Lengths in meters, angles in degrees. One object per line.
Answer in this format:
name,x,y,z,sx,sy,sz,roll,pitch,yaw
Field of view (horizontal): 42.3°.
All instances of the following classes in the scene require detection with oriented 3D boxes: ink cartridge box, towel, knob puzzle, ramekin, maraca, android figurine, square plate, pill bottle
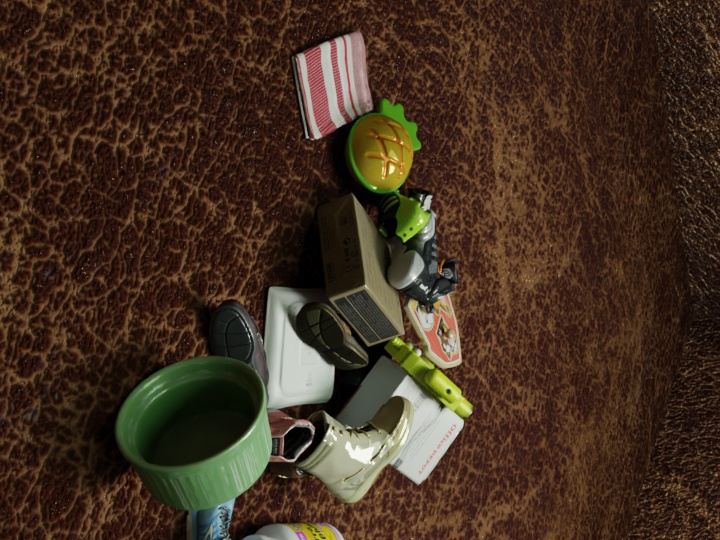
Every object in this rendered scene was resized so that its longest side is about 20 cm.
ink cartridge box,0.000,0.000,1.563,0.165,0.075,0.201,54,21,-47
towel,-0.043,-0.316,1.579,0.200,0.023,0.145,-37,124,-50
knob puzzle,0.148,0.090,1.704,0.220,0.030,0.221,44,37,-47
ramekin,-0.211,0.215,1.219,0.200,0.199,0.098,-52,142,-41
maraca,0.043,-0.220,1.642,0.137,0.107,0.200,52,48,-21
android figurine,0.114,0.178,1.639,0.041,0.182,0.200,-46,105,-1
ink cartridge box,0.073,0.269,1.664,0.146,0.083,0.200,-52,130,-6
square plate,-0.092,0.128,1.548,0.199,0.028,0.200,3,90,-58
pill bottle,-0.112,0.457,1.484,0.200,0.103,0.105,22,75,-57

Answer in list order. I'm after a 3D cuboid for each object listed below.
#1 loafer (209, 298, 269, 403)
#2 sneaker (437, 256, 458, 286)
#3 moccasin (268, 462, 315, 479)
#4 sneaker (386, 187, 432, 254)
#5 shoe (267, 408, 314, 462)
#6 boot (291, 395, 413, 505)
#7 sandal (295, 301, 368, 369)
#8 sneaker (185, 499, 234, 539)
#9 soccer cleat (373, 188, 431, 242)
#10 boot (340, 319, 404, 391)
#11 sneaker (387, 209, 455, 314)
loafer,-0.176,0.120,1.390,0.063,0.071,0.201,-74,158,-55
sneaker,0.126,-0.002,1.802,0.199,0.111,0.078,-16,107,-56
moccasin,-0.073,0.317,1.569,0.201,0.077,0.074,-8,85,-54
sneaker,0.082,-0.086,1.732,0.201,0.075,0.116,-61,160,-48
shoe,-0.159,0.254,1.389,0.199,0.090,0.072,-9,103,-52
boot,-0.011,0.262,1.501,0.201,0.072,0.155,-53,126,-11
sandal,-0.043,0.100,1.530,0.200,0.081,0.055,47,39,-48
sneaker,-0.204,0.389,1.343,0.078,0.089,0.202,32,66,-55
soccer cleat,0.055,-0.100,1.646,0.081,0.200,0.068,-46,112,-4
boot,0.043,0.161,1.727,0.198,0.073,0.164,38,64,-47
sneaker,0.114,-0.012,1.623,0.114,0.075,0.201,48,38,-24
